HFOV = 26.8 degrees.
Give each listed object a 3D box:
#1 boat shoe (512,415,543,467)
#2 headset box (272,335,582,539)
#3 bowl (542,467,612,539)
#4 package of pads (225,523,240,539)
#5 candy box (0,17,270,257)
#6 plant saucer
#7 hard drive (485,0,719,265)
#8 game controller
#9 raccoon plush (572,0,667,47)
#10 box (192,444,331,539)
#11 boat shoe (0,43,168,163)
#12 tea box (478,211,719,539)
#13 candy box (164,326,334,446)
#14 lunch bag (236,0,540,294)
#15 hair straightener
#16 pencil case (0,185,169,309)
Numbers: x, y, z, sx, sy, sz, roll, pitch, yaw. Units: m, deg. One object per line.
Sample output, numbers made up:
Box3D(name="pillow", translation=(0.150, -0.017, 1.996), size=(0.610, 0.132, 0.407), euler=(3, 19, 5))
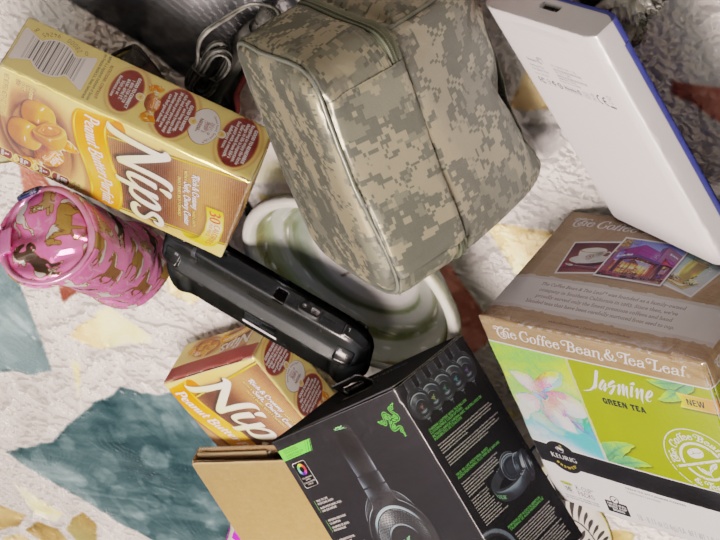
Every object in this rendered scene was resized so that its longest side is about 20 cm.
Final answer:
Box3D(name="boat shoe", translation=(0.097, 0.165, 1.296), size=(0.200, 0.074, 0.065), euler=(-40, 97, 18))
Box3D(name="headset box", translation=(0.047, 0.166, 1.206), size=(0.174, 0.093, 0.201), euler=(-27, 95, 49))
Box3D(name="bowl", translation=(0.125, 0.269, 1.386), size=(0.199, 0.095, 0.202), euler=(13, 133, 14))
Box3D(name="package of pads", translation=(-0.044, 0.307, 1.520), size=(0.198, 0.068, 0.155), euler=(24, 135, 5))
Box3D(name="candy box", translation=(-0.174, -0.097, 1.133), size=(0.198, 0.056, 0.116), euler=(25, 148, -3))
Box3D(name="plant saucer", translation=(0.000, 0.000, 1.219), size=(0.199, 0.050, 0.201), euler=(24, 147, 17))
Box3D(name="hard drive", translation=(0.171, -0.098, 1.016), size=(0.200, 0.025, 0.132), euler=(53, 170, -31))
Box3D(name="game controller", translation=(-0.078, 0.028, 1.258), size=(0.199, 0.042, 0.104), euler=(30, 164, 9))
Box3D(name="raccoon plush", translation=(0.219, -0.195, 0.932), size=(0.198, 0.097, 0.135), euler=(11, 141, 16))
Box3D(name="box", translation=(-0.045, 0.235, 1.389), size=(0.162, 0.021, 0.201), euler=(-6, 128, 29))
Box3D(name="boat shoe", translation=(-0.242, -0.138, 1.219), size=(0.199, 0.072, 0.066), euler=(-10, 118, 27))
Box3D(name="tea box", translation=(0.224, 0.080, 1.101), size=(0.199, 0.134, 0.198), euler=(10, 135, 46))
Box3D(name="candy box", translation=(-0.072, 0.143, 1.384), size=(0.115, 0.055, 0.201), euler=(-18, 120, 37))
Box3D(name="lunch bag", translation=(0.031, -0.107, 1.048), size=(0.139, 0.167, 0.201), euler=(34, 152, 55))
Box3D(name="hair straightener", translation=(-0.114, -0.133, 1.150), size=(0.041, 0.077, 0.200), euler=(54, 137, 11))
Box3D(name="pencil case", translation=(-0.222, -0.015, 1.237), size=(0.083, 0.200, 0.087), euler=(-45, 77, 4))
